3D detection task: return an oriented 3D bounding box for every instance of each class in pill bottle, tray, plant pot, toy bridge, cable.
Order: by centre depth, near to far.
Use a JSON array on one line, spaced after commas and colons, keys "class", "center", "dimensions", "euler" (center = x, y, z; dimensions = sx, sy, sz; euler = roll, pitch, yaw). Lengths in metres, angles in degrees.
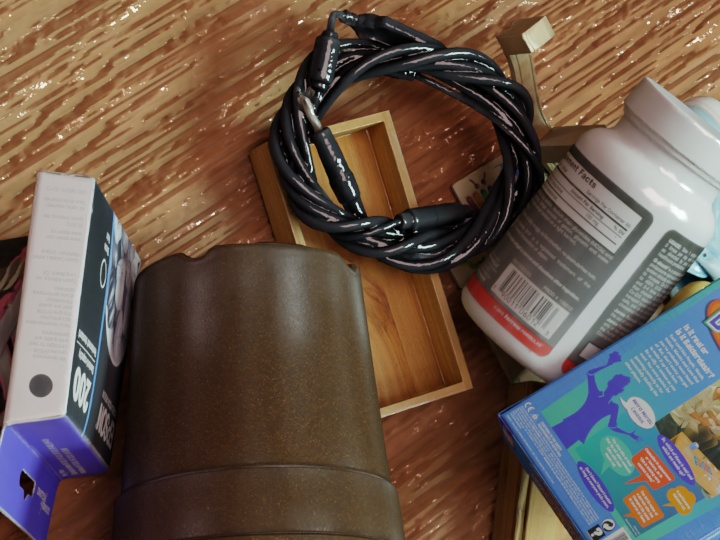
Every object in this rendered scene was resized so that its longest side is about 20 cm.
[{"class": "plant pot", "center": [-0.070, 0.098, 1.603], "dimensions": [0.199, 0.200, 0.200], "euler": [4, 71, -24]}, {"class": "cable", "center": [0.038, -0.080, 1.714], "dimensions": [0.199, 0.051, 0.164], "euler": [25, 71, -20]}, {"class": "pill bottle", "center": [0.170, -0.024, 1.717], "dimensions": [0.116, 0.116, 0.200], "euler": [35, 100, -15]}, {"class": "tray", "center": [0.000, 0.000, 1.729], "dimensions": [0.098, 0.037, 0.202], "euler": [-16, 89, -27]}, {"class": "tray", "center": [0.144, 0.186, 1.756], "dimensions": [0.098, 0.037, 0.202], "euler": [12, 77, -23]}, {"class": "toy bridge", "center": [0.151, -0.090, 1.790], "dimensions": [0.027, 0.067, 0.201], "euler": [-42, 113, -26]}]

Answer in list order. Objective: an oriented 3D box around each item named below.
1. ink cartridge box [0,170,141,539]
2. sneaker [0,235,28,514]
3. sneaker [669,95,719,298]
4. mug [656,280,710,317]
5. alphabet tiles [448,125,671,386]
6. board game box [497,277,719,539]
[{"class": "ink cartridge box", "center": [-0.180, 0.062, 1.550], "dimensions": [0.043, 0.198, 0.202], "euler": [7, 77, 5]}, {"class": "sneaker", "center": [-0.234, 0.072, 1.597], "dimensions": [0.086, 0.080, 0.201], "euler": [42, 63, -37]}, {"class": "sneaker", "center": [0.250, -0.027, 1.821], "dimensions": [0.082, 0.074, 0.202], "euler": [-8, 83, -45]}, {"class": "mug", "center": [0.294, 0.099, 1.746], "dimensions": [0.153, 0.149, 0.187], "euler": [-54, 134, -26]}, {"class": "alphabet tiles", "center": [0.150, 0.004, 1.815], "dimensions": [0.166, 0.006, 0.201], "euler": [-31, 94, -27]}, {"class": "board game box", "center": [0.214, 0.108, 1.652], "dimensions": [0.199, 0.045, 0.153], "euler": [-31, 61, -6]}]
